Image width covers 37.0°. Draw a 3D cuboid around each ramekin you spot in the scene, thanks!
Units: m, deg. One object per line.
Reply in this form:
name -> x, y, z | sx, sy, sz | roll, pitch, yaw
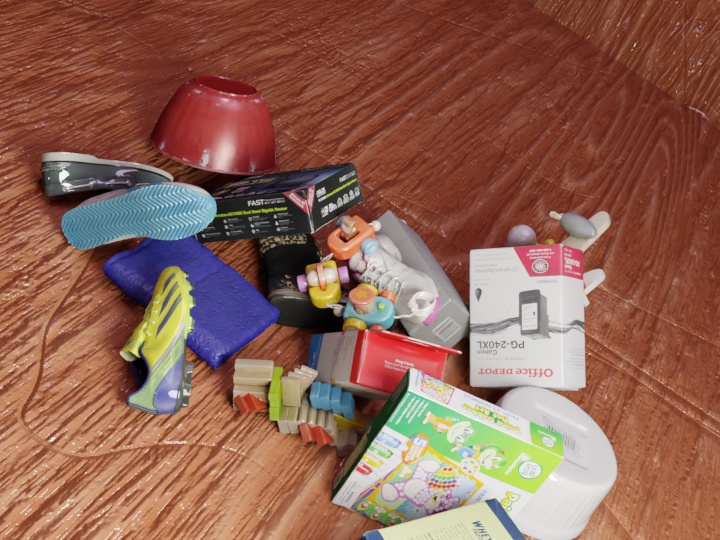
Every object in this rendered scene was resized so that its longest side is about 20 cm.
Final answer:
ramekin -> 0.240, 0.248, 1.420 | 0.200, 0.098, 0.201 | 21, 33, -15

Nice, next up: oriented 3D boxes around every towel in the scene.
towel -> -0.217, 0.033, 1.384 | 0.200, 0.050, 0.148 | 39, 39, 11

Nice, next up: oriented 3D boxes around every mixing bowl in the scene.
mixing bowl -> -0.214, -0.232, 1.639 | 0.200, 0.109, 0.200 | 13, 21, -5

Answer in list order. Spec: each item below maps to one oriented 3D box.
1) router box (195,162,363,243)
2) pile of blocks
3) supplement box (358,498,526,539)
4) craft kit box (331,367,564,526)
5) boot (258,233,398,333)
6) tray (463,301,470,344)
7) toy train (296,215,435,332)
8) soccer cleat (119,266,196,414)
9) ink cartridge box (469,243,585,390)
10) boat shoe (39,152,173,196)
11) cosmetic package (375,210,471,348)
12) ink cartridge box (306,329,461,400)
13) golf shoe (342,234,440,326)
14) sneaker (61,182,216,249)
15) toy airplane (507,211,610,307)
router box -> -0.118, -0.096, 1.517 | 0.200, 0.062, 0.150 | -4, 17, 29
pile of blocks -> -0.065, 0.169, 1.286 | 0.200, 0.082, 0.062 | 22, 39, -13
supplement box -> 0.097, 0.366, 1.098 | 0.200, 0.134, 0.200 | -3, 46, -42
craft kit box -> 0.096, 0.227, 1.230 | 0.197, 0.200, 0.049 | 23, 33, -12
boot -> -0.051, 0.020, 1.518 | 0.200, 0.073, 0.151 | 8, 38, -24
tray -> 0.231, 0.083, 1.699 | 0.099, 0.037, 0.200 | 46, 34, 23
toy train -> 0.000, 0.000, 1.406 | 0.150, 0.056, 0.200 | -33, 53, -15
soccer cleat -> -0.237, 0.075, 1.256 | 0.084, 0.065, 0.200 | 4, 53, -13
ink cartridge box -> 0.235, 0.069, 1.521 | 0.083, 0.145, 0.200 | 11, 77, -58
boat shoe -> -0.349, -0.120, 1.485 | 0.200, 0.073, 0.062 | 7, 82, -45
cosmetic package -> 0.079, 0.017, 1.585 | 0.107, 0.090, 0.200 | 37, 14, -50
ink cartridge box -> 0.024, 0.119, 1.326 | 0.116, 0.200, 0.067 | 16, 78, -24
golf shoe -> 0.032, 0.012, 1.476 | 0.091, 0.075, 0.200 | 12, 21, -38
sneaker -> -0.278, -0.079, 1.378 | 0.200, 0.077, 0.081 | -5, 19, 12
toy airplane -> 0.275, -0.007, 1.635 | 0.141, 0.199, 0.200 | 53, 38, -12
